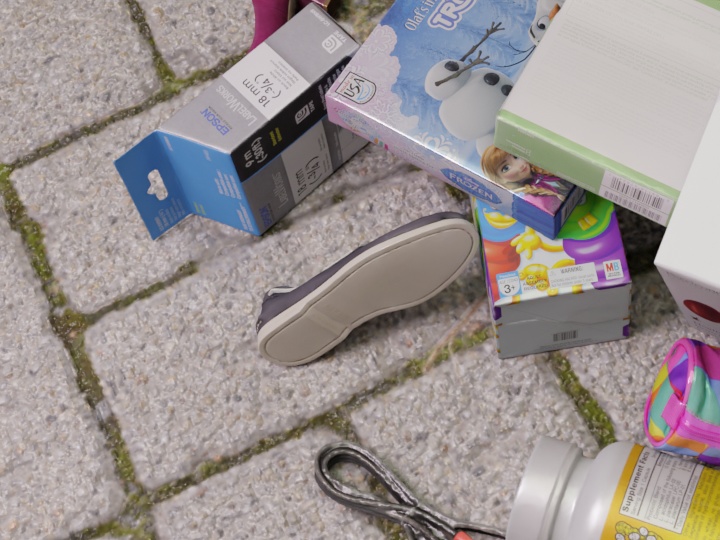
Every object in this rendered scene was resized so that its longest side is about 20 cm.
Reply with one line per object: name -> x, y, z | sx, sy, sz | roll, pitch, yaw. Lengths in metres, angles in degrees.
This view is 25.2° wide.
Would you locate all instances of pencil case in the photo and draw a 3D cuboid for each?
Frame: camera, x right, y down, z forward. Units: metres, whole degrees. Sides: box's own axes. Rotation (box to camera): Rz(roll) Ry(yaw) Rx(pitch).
pencil case -> 0.299, 0.111, 1.118 | 0.199, 0.088, 0.089 | 17, 66, -4

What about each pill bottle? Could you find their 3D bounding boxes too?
pill bottle -> 0.207, 0.184, 1.110 | 0.199, 0.113, 0.113 | 18, 68, 15

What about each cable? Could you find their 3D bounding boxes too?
cable -> 0.050, 0.183, 1.167 | 0.097, 0.050, 0.200 | -35, 65, -13

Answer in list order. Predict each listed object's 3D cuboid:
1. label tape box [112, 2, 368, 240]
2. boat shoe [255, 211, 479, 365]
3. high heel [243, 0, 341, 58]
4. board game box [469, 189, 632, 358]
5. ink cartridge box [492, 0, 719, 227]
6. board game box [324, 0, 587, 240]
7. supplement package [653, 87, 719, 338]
label tape box -> -0.084, -0.097, 1.272 | 0.200, 0.144, 0.063 | -41, 68, -12
boat shoe -> 0.000, 0.000, 1.226 | 0.200, 0.073, 0.063 | -32, 43, 24
high heel -> -0.096, -0.192, 1.364 | 0.096, 0.068, 0.200 | 23, 56, 11
board game box -> 0.138, -0.050, 1.240 | 0.104, 0.103, 0.201 | -10, 63, 3
ink cartridge box -> 0.202, -0.148, 1.151 | 0.145, 0.048, 0.200 | 26, 69, 12
board game box -> 0.110, -0.152, 1.209 | 0.199, 0.043, 0.200 | 28, 70, 18
supplement package -> 0.324, -0.016, 1.098 | 0.191, 0.200, 0.148 | 20, 83, 23
